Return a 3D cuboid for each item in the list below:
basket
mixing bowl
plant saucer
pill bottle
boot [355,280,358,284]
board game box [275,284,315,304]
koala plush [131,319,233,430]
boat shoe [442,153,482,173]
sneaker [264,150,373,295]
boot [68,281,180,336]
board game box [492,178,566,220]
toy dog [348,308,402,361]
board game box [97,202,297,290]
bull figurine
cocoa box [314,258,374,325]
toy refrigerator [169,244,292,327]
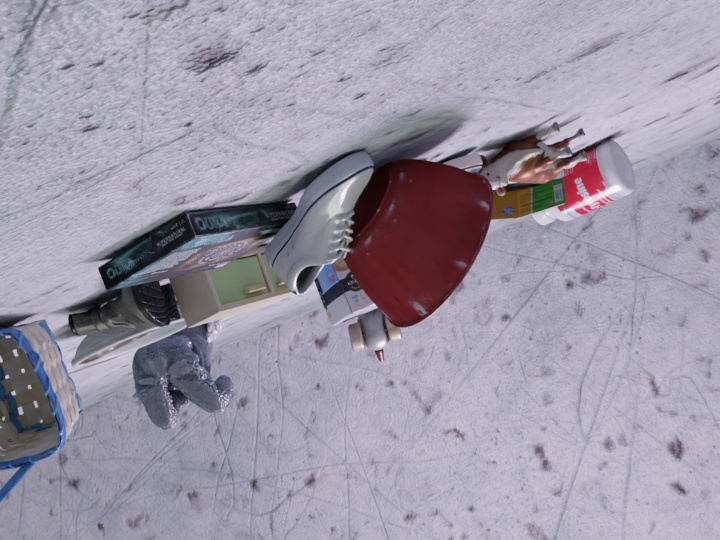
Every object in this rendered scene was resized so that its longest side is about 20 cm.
[{"bbox_3d":[-0.408,0.153,1.014,0.137,0.179,0.200,-19,-173,8],"label":"basket"},{"bbox_3d":[0.046,-0.049,1.024,0.200,0.108,0.201,-48,-156,30],"label":"mixing bowl"},{"bbox_3d":[-0.345,0.087,1.362,0.198,0.051,0.200,-23,176,-2],"label":"plant saucer"},{"bbox_3d":[0.430,-0.167,1.786,0.199,0.114,0.112,-26,174,37],"label":"pill bottle"},{"bbox_3d":[0.075,-0.049,1.302,0.199,0.077,0.156,-10,-139,53],"label":"boot"},{"bbox_3d":[-0.090,0.007,1.728,0.198,0.044,0.199,-23,177,1],"label":"board game box"},{"bbox_3d":[-0.334,0.159,1.718,0.175,0.185,0.201,-18,-151,17],"label":"koala plush"},{"bbox_3d":[0.088,-0.080,1.232,0.198,0.094,0.074,-24,175,23],"label":"boat shoe"},{"bbox_3d":[-0.033,-0.047,0.976,0.073,0.071,0.200,-25,163,-42],"label":"sneaker"},{"bbox_3d":[-0.304,0.055,1.129,0.129,0.069,0.200,-16,174,-4],"label":"boot"},{"bbox_3d":[0.199,-0.108,1.421,0.198,0.041,0.152,-2,-170,40],"label":"board game box"},{"bbox_3d":[0.026,0.086,1.656,0.130,0.097,0.201,3,-138,16],"label":"toy dog"},{"bbox_3d":[-0.167,-0.029,0.979,0.134,0.028,0.199,-28,174,28],"label":"board game box"},{"bbox_3d":[0.246,-0.157,1.280,0.120,0.066,0.199,-24,176,31],"label":"bull figurine"},{"bbox_3d":[0.000,0.000,1.507,0.132,0.133,0.200,-21,176,-13],"label":"cocoa box"},{"bbox_3d":[-0.164,0.015,1.245,0.069,0.077,0.199,-25,175,30],"label":"toy refrigerator"}]
